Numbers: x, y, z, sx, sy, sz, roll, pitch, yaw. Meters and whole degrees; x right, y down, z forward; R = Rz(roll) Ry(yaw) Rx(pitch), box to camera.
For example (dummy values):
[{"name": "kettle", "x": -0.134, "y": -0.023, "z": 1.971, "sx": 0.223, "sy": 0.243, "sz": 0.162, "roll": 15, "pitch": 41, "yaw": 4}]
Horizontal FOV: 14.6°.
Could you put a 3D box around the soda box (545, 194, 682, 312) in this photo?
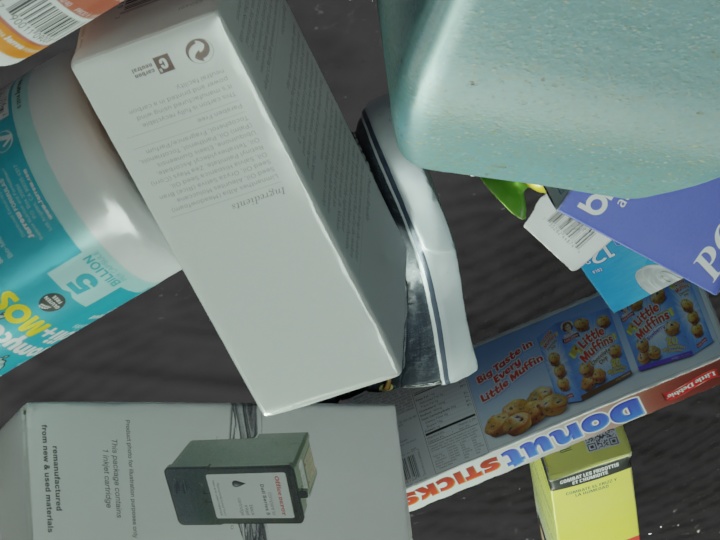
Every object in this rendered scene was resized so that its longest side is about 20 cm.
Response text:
[{"name": "soda box", "x": 0.190, "y": -0.062, "z": 1.369, "sx": 0.199, "sy": 0.068, "sz": 0.064, "roll": -28, "pitch": 139, "yaw": 13}]

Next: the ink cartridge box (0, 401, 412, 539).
[{"name": "ink cartridge box", "x": -0.092, "y": 0.125, "z": 1.438, "sx": 0.198, "sy": 0.085, "sz": 0.145, "roll": 2, "pitch": 162, "yaw": -22}]

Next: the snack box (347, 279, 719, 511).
[{"name": "snack box", "x": 0.093, "y": 0.061, "z": 1.473, "sx": 0.199, "sy": 0.072, "sz": 0.024, "roll": -23, "pitch": 139, "yaw": 7}]

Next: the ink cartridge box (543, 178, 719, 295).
[{"name": "ink cartridge box", "x": 0.174, "y": -0.096, "z": 1.267, "sx": 0.094, "sy": 0.044, "sz": 0.201, "roll": 26, "pitch": 109, "yaw": -20}]

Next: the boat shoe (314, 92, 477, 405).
[{"name": "boat shoe", "x": 0.000, "y": 0.000, "z": 1.371, "sx": 0.090, "sy": 0.071, "sz": 0.201, "roll": -17, "pitch": 141, "yaw": -2}]

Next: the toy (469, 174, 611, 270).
[{"name": "toy", "x": 0.132, "y": -0.105, "z": 1.306, "sx": 0.200, "sy": 0.047, "sz": 0.115, "roll": -44, "pitch": 117, "yaw": 11}]

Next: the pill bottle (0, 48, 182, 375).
[{"name": "pill bottle", "x": -0.178, "y": -0.007, "z": 1.272, "sx": 0.199, "sy": 0.111, "sz": 0.111, "roll": -30, "pitch": 139, "yaw": 16}]

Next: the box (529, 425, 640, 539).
[{"name": "box", "x": 0.127, "y": 0.139, "z": 1.574, "sx": 0.050, "sy": 0.076, "sz": 0.201, "roll": -15, "pitch": 139, "yaw": -3}]

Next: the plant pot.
[{"name": "plant pot", "x": 0.094, "y": -0.140, "z": 1.150, "sx": 0.195, "sy": 0.197, "sz": 0.200, "roll": 8, "pitch": 141, "yaw": -18}]

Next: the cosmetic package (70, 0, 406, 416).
[{"name": "cosmetic package", "x": -0.048, "y": -0.048, "z": 1.231, "sx": 0.071, "sy": 0.102, "sz": 0.201, "roll": -18, "pitch": 122, "yaw": 15}]

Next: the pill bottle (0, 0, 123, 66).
[{"name": "pill bottle", "x": -0.089, "y": -0.175, "z": 1.110, "sx": 0.199, "sy": 0.113, "sz": 0.112, "roll": -29, "pitch": 139, "yaw": 14}]
